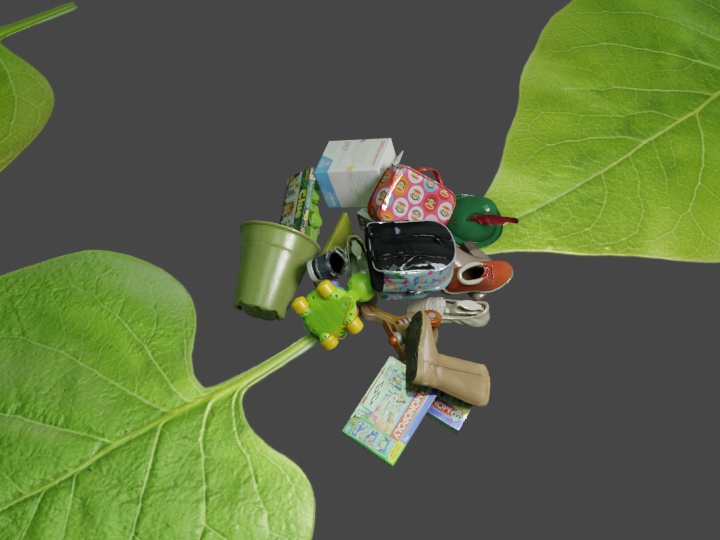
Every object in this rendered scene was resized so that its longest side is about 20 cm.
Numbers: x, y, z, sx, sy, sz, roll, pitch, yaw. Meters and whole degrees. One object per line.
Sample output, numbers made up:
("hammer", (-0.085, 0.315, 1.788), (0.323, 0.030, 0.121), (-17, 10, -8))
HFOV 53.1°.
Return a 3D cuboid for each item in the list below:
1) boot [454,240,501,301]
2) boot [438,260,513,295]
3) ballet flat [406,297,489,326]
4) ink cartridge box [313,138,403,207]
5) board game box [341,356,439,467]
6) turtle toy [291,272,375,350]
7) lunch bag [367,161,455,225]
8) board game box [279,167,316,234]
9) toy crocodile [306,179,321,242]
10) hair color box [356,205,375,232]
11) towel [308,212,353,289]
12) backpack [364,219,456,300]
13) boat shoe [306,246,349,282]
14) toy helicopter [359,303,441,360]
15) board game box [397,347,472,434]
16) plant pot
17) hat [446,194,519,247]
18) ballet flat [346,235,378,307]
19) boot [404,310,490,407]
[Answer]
("boot", (0.252, 0.011, 1.764), (0.199, 0.070, 0.147), (-21, 73, -25))
("boot", (0.289, 0.011, 1.688), (0.199, 0.107, 0.075), (-11, 79, -24))
("ballet flat", (0.211, 0.091, 1.719), (0.199, 0.070, 0.070), (4, 60, -2))
("ink cartridge box", (0.008, -0.245, 1.825), (0.199, 0.126, 0.129), (2, 48, 23))
("board game box", (0.069, 0.307, 1.584), (0.134, 0.029, 0.200), (30, 74, 14))
("turtle toy", (-0.052, 0.080, 1.661), (0.200, 0.101, 0.146), (-33, 101, 20))
("lunch bag", (0.130, -0.168, 1.732), (0.200, 0.082, 0.177), (27, 90, -30))
("board game box", (-0.162, -0.154, 1.806), (0.023, 0.105, 0.201), (24, 64, -38))
("toy crocodile", (-0.130, -0.146, 1.845), (0.067, 0.062, 0.201), (-24, 56, 30))
("hair color box", (0.099, -0.163, 1.851), (0.111, 0.064, 0.200), (31, 60, 36))
("towel", (-0.070, -0.043, 1.774), (0.018, 0.086, 0.200), (13, 58, 22))
("backpack", (0.115, -0.027, 1.635), (0.199, 0.151, 0.178), (-8, 48, -2))
("boat shoe", (-0.061, -0.017, 1.680), (0.062, 0.200, 0.075), (-15, 87, 20))
("toy helicopter", (0.081, 0.131, 1.662), (0.199, 0.079, 0.132), (23, 41, 22))
("board game box", (0.166, 0.263, 1.647), (0.199, 0.029, 0.135), (30, 61, 12))
("plant pot", (-0.214, 0.012, 1.688), (0.199, 0.200, 0.191), (14, 72, 4))
("hat", (0.306, -0.167, 1.818), (0.199, 0.176, 0.166), (22, 61, 8))
("ballet flat", (0.000, 0.000, 1.764), (0.069, 0.070, 0.201), (-8, 61, -9))
("boot", (0.193, 0.197, 1.590), (0.199, 0.066, 0.176), (19, 66, -26))
